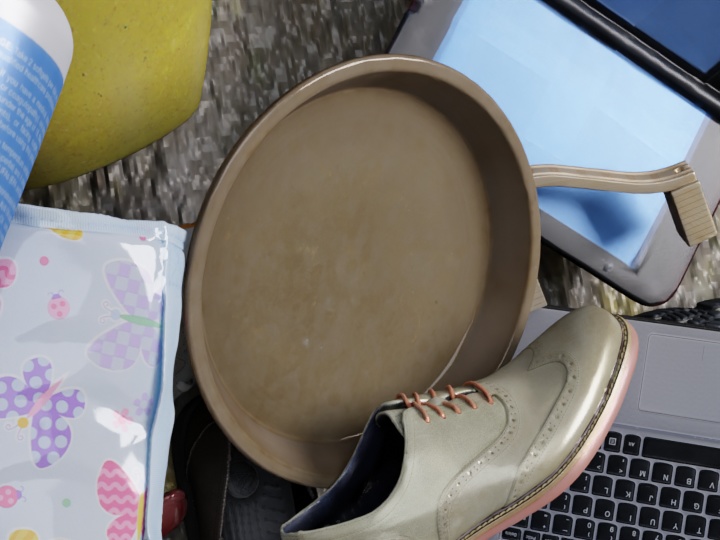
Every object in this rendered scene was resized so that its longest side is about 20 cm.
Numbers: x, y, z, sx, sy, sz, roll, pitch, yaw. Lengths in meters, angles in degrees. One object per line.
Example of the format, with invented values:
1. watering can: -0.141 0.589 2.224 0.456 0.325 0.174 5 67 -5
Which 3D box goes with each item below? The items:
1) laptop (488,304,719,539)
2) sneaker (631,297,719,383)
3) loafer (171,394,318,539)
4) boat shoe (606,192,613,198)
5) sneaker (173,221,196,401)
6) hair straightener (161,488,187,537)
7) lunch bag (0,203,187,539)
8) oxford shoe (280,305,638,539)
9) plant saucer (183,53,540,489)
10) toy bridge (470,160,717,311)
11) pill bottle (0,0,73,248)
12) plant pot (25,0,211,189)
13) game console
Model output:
1. laptop: 0.125 0.118 0.873 0.186 0.116 0.202 7 85 24
2. sneaker: 0.188 0.059 0.996 0.198 0.077 0.081 -12 99 -13
3. loafer: -0.043 0.149 0.893 0.072 0.071 0.202 -15 80 -22
4. boat shoe: 0.095 -0.119 1.018 0.069 0.074 0.201 -36 98 -26
5. sneaker: -0.089 0.027 0.919 0.198 0.076 0.093 -12 87 -14
6. hair straightener: -0.180 0.139 0.876 0.199 0.041 0.077 -35 67 -18
7. lunch bag: -0.175 0.058 0.804 0.198 0.127 0.172 2 85 9
8. oxford shoe: 0.048 0.078 0.865 0.200 0.071 0.074 -45 114 -18
9. plant saucer: 0.000 0.000 0.869 0.199 0.029 0.202 -12 110 -35
10. toy bridge: 0.073 -0.012 0.944 0.198 0.027 0.068 -21 110 5
11. pill bottle: -0.173 -0.062 0.710 0.111 0.112 0.202 22 76 -12
12. plant pot: -0.148 -0.123 0.886 0.199 0.199 0.143 -29 110 -23
13. game console: 0.131 -0.106 0.933 0.199 0.172 0.119 31 49 -17
